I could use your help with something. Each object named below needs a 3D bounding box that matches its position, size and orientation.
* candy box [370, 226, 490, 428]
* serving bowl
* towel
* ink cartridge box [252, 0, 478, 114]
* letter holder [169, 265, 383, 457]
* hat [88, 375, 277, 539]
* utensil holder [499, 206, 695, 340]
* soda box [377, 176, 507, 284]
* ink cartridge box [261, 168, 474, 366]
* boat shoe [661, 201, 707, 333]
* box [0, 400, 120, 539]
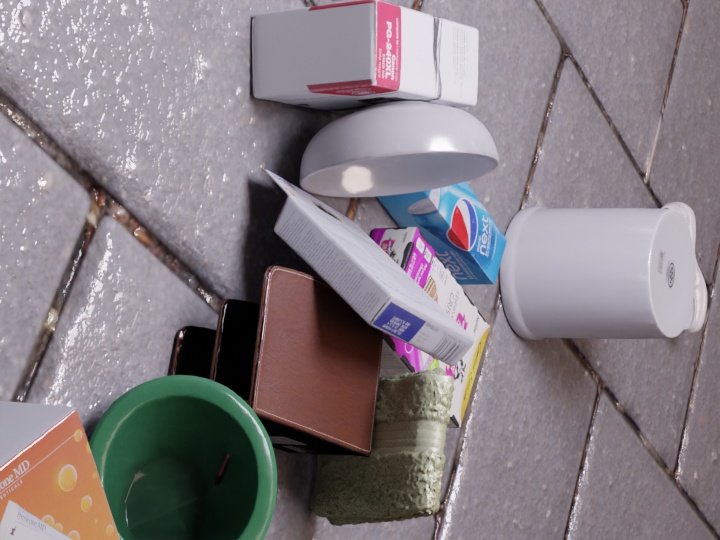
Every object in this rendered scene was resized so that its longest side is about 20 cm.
[{"bbox_3d":[0.063,0.065,1.634,0.200,0.060,0.138,51,49,-45],"label":"candy box"},{"bbox_3d":[0.036,-0.124,1.474,0.199,0.198,0.067,7,75,-57],"label":"serving bowl"},{"bbox_3d":[0.018,0.172,1.451,0.036,0.199,0.150,17,73,-32],"label":"towel"},{"bbox_3d":[0.009,-0.204,1.471,0.199,0.144,0.085,2,87,-56],"label":"ink cartridge box"},{"bbox_3d":[-0.074,0.083,1.391,0.199,0.100,0.144,28,65,-54],"label":"letter holder"},{"bbox_3d":[-0.170,0.207,1.303,0.164,0.176,0.202,10,72,-13],"label":"hat"},{"bbox_3d":[0.299,0.004,1.873,0.169,0.198,0.172,-1,92,-57],"label":"utensil holder"},{"bbox_3d":[0.090,-0.062,1.668,0.200,0.067,0.065,49,51,-46],"label":"soda box"},{"bbox_3d":[0.000,0.000,1.449,0.043,0.200,0.196,-50,149,7],"label":"ink cartridge box"},{"bbox_3d":[0.476,-0.003,2.270,0.069,0.070,0.203,-4,85,-55],"label":"boat shoe"},{"bbox_3d":[-0.254,0.216,1.112,0.124,0.097,0.202,-40,123,-49],"label":"box"}]
